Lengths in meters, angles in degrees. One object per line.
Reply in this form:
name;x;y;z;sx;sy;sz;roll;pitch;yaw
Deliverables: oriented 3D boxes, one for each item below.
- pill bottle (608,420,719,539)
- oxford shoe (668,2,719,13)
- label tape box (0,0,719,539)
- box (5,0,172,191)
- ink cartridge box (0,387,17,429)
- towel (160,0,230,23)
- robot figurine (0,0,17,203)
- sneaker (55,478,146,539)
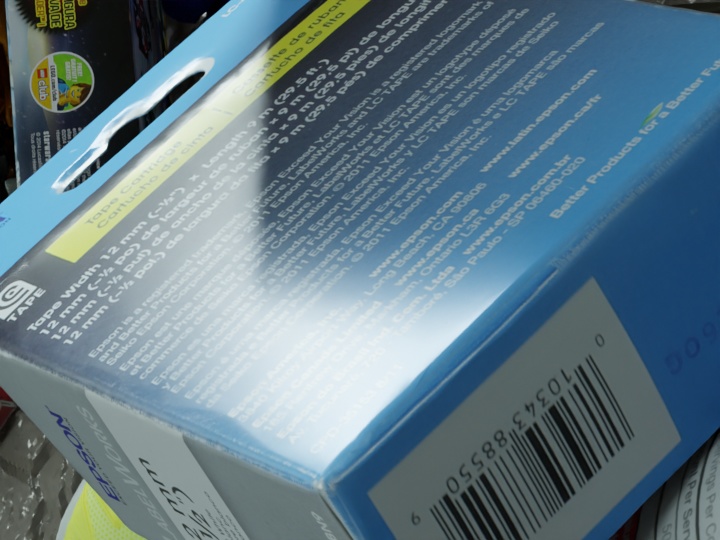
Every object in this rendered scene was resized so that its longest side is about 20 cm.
pill bottle;0.102;0.081;0.597;0.200;0.112;0.112;-37;56;41
oxford shoe;0.127;-0.015;0.636;0.200;0.070;0.075;20;120;54
label tape box;0.000;0.000;0.635;0.143;0.066;0.200;-43;29;-19
box;-0.080;-0.050;0.851;0.137;0.040;0.200;86;179;-73
ink cartridge box;-0.220;0.018;1.042;0.144;0.084;0.200;-53;47;32
towel;-0.036;-0.177;0.827;0.148;0.049;0.200;126;143;-77
robot figurine;-0.133;-0.085;0.897;0.200;0.058;0.145;84;-179;-59
sneaker;-0.012;0.050;0.702;0.200;0.076;0.075;-27;93;34
